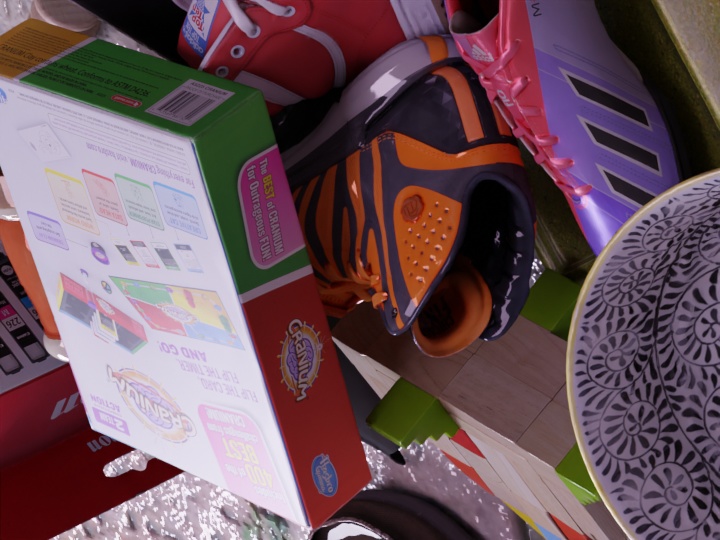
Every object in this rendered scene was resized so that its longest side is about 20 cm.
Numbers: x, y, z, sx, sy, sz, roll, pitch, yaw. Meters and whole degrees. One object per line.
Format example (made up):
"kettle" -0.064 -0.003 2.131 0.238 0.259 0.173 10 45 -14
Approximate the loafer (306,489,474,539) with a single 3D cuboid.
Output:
"loafer" 0.038 0.174 1.442 0.200 0.071 0.073 29 131 36

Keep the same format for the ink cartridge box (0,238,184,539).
"ink cartridge box" -0.142 0.022 1.459 0.176 0.200 0.084 48 139 19

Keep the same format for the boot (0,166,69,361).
"boot" -0.120 -0.028 1.410 0.075 0.200 0.108 -11 106 21

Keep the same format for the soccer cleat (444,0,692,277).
"soccer cleat" 0.073 -0.080 1.171 0.068 0.073 0.201 -10 103 50

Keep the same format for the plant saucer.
"plant saucer" 0.105 -0.082 1.232 0.200 0.048 0.201 -29 87 53

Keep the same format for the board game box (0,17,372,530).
"board game box" -0.081 0.001 1.248 0.153 0.040 0.201 21 137 42

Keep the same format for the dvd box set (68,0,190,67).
"dvd box set" -0.149 -0.158 1.340 0.029 0.146 0.200 -55 41 5

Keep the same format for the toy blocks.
"toy blocks" 0.079 0.074 1.297 0.200 0.100 0.137 29 164 44

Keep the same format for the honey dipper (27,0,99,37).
"honey dipper" -0.177 -0.078 1.576 0.038 0.038 0.200 48 141 19

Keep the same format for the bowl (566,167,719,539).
"bowl" 0.190 0.037 1.146 0.200 0.094 0.202 12 116 25

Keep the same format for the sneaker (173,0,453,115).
"sneaker" -0.041 -0.142 1.182 0.071 0.112 0.200 -108 -8 -48

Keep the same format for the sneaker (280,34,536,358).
"sneaker" 0.000 0.000 1.238 0.200 0.077 0.112 -48 52 41

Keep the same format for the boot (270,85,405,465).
"boot" 0.010 -0.017 1.374 0.200 0.138 0.078 -57 25 14
